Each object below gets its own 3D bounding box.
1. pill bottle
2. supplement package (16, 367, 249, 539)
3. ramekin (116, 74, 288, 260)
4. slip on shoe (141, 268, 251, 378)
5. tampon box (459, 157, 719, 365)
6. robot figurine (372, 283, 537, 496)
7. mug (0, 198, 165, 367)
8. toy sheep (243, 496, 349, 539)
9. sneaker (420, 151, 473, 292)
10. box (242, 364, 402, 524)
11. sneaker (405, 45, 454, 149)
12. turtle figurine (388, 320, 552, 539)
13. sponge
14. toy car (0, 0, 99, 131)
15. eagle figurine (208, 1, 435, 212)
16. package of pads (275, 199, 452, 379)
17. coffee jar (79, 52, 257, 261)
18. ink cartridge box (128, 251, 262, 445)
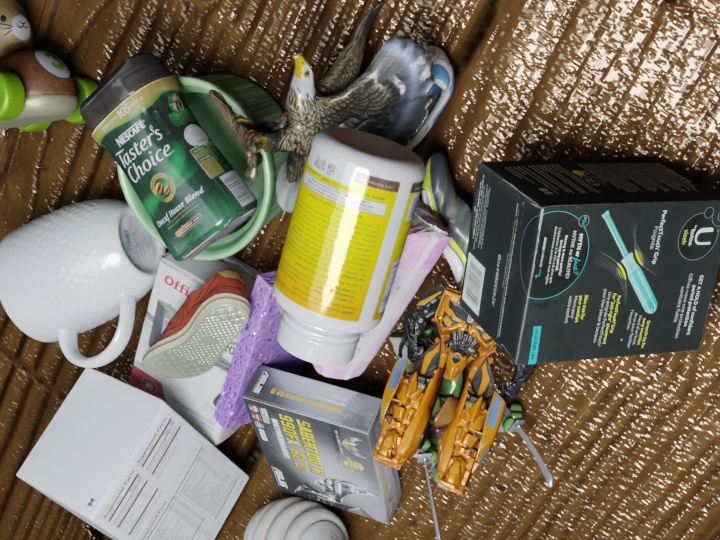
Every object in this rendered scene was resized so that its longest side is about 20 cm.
[{"bbox_3d":[-0.016,-0.020,0.946,0.108,0.109,0.204,22,108,16],"label":"pill bottle"},{"bbox_3d":[-0.268,0.247,1.241,0.150,0.152,0.201,15,154,37],"label":"supplement package"},{"bbox_3d":[-0.166,-0.123,1.158,0.196,0.098,0.204,9,112,22],"label":"ramekin"},{"bbox_3d":[-0.185,0.066,1.166,0.073,0.062,0.200,21,137,-28],"label":"slip on shoe"},{"bbox_3d":[0.212,-0.013,0.949,0.196,0.126,0.153,-3,114,-20],"label":"tampon box"},{"bbox_3d":[0.092,0.109,1.019,0.142,0.058,0.203,18,78,15],"label":"robot figurine"},{"bbox_3d":[-0.324,0.016,1.242,0.173,0.147,0.204,-19,70,26],"label":"mug"},{"bbox_3d":[-0.078,0.345,1.261,0.198,0.137,0.140,-5,108,47],"label":"toy sheep"},{"bbox_3d":[0.125,-0.036,1.078,0.080,0.074,0.203,-22,104,20],"label":"sneaker"},{"bbox_3d":[-0.040,0.205,1.196,0.156,0.049,0.202,14,142,21],"label":"box"},{"bbox_3d":[0.027,-0.142,1.070,0.071,0.073,0.201,29,120,-12],"label":"sneaker"},{"bbox_3d":[0.111,0.150,1.102,0.141,0.200,0.198,-14,98,-3],"label":"turtle figurine"},{"bbox_3d":[-0.100,0.087,1.195,0.030,0.111,0.203,37,121,28],"label":"sponge"},{"bbox_3d":[-0.409,-0.269,1.197,0.155,0.164,0.205,-4,94,26],"label":"toy car"},{"bbox_3d":[-0.033,-0.164,1.015,0.197,0.151,0.154,-25,85,-11],"label":"eagle figurine"},{"bbox_3d":[0.000,0.000,1.059,0.121,0.075,0.202,53,125,34],"label":"package of pads"},{"bbox_3d":[-0.201,-0.118,1.069,0.104,0.085,0.202,-33,92,30],"label":"coffee jar"},{"bbox_3d":[-0.187,0.086,1.253,0.144,0.085,0.203,27,116,14],"label":"ink cartridge box"}]
